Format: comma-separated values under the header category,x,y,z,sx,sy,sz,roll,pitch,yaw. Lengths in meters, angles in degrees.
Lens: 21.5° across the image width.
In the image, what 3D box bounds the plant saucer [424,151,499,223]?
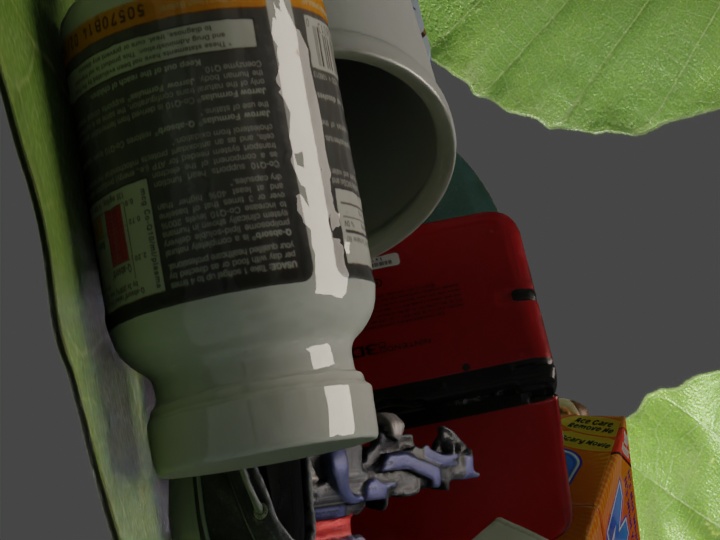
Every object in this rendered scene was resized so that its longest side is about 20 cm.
category,x,y,z,sx,sy,sz,roll,pitch,yaw
plant saucer,0.030,0.009,1.260,0.200,0.036,0.202,24,-60,50

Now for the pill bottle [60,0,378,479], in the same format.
category,x,y,z,sx,sy,sz,roll,pitch,yaw
pill bottle,-0.056,-0.020,0.793,0.116,0.115,0.202,71,9,-81

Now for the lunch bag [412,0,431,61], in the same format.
category,x,y,z,sx,sy,sz,roll,pitch,yaw
lunch bag,-0.034,-0.125,1.293,0.075,0.200,0.161,28,31,-25

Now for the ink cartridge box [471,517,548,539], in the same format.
category,x,y,z,sx,sy,sz,roll,pitch,yaw
ink cartridge box,0.041,0.241,0.930,0.085,0.200,0.146,25,-42,42

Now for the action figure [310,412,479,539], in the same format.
category,x,y,z,sx,sy,sz,roll,pitch,yaw
action figure,-0.032,0.084,1.019,0.199,0.104,0.195,12,68,-48

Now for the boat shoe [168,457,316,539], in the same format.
category,x,y,z,sx,sy,sz,roll,pitch,yaw
boat shoe,-0.055,0.047,0.886,0.072,0.068,0.201,27,46,-42

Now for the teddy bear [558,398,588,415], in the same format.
category,x,y,z,sx,sy,sz,roll,pitch,yaw
teddy bear,0.112,0.126,1.419,0.146,0.066,0.200,65,-26,13

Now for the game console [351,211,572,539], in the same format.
category,x,y,z,sx,sy,sz,roll,pitch,yaw
game console,0.014,0.079,1.132,0.119,0.198,0.173,82,-4,-61

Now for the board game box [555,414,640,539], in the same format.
category,x,y,z,sx,sy,sz,roll,pitch,yaw
board game box,0.075,0.233,1.275,0.200,0.198,0.201,-60,145,-53

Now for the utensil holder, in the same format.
category,x,y,z,sx,sy,sz,roll,pitch,yaw
utensil holder,-0.046,-0.126,1.099,0.171,0.169,0.201,78,-1,-48
